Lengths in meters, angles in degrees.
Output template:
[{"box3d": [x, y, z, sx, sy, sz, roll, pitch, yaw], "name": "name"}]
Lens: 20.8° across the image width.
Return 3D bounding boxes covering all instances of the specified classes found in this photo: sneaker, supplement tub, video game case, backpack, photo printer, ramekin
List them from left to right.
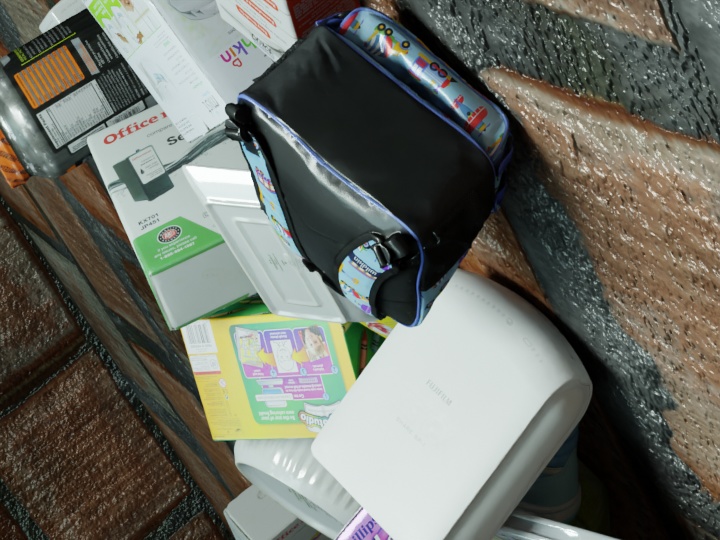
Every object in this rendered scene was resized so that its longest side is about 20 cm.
[{"box3d": [-0.264, -0.168, 1.831, 0.123, 0.199, 0.123, 57, 173, 12], "name": "supplement tub"}, {"box3d": [-0.029, 0.185, 1.891, 0.199, 0.105, 0.200, 32, 165, 10], "name": "ramekin"}, {"box3d": [0.010, -0.059, 1.358, 0.182, 0.135, 0.200, 39, 163, 17], "name": "backpack"}, {"box3d": [0.073, 0.109, 1.490, 0.166, 0.201, 0.069, 43, -169, 38], "name": "photo printer"}, {"box3d": [0.095, 0.111, 1.580, 0.199, 0.079, 0.132, 22, 129, 25], "name": "sneaker"}, {"box3d": [0.180, 0.230, 1.541, 0.181, 0.023, 0.200, 12, 165, 39], "name": "video game case"}]

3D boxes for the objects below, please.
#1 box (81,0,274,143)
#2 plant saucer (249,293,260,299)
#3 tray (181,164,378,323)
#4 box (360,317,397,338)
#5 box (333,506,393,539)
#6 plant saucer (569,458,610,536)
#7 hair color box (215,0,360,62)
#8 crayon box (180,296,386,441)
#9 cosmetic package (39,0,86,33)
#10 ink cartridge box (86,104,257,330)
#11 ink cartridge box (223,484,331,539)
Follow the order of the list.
[{"box3d": [-0.140, -0.205, 1.579, 0.177, 0.097, 0.200, 53, 166, -7], "name": "box"}, {"box3d": [-0.025, 0.017, 1.747, 0.199, 0.019, 0.070, -20, 111, 45], "name": "plant saucer"}, {"box3d": [-0.062, -0.013, 1.532, 0.106, 0.022, 0.200, 6, 149, 24], "name": "tray"}, {"box3d": [0.000, 0.000, 1.605, 0.199, 0.049, 0.117, 34, 161, -21], "name": "box"}, {"box3d": [0.092, 0.268, 1.654, 0.200, 0.097, 0.176, 42, -173, 17], "name": "box"}, {"box3d": [0.154, 0.186, 1.721, 0.200, 0.048, 0.201, 45, 164, 27], "name": "plant saucer"}, {"box3d": [-0.063, -0.226, 1.348, 0.111, 0.064, 0.201, 42, 162, 30], "name": "hair color box"}, {"box3d": [-0.062, 0.086, 1.755, 0.199, 0.058, 0.120, -5, 105, 40], "name": "crayon box"}, {"box3d": [-0.231, -0.193, 1.967, 0.200, 0.074, 0.102, 52, 167, -9], "name": "cosmetic package"}, {"box3d": [-0.145, -0.064, 1.760, 0.201, 0.146, 0.083, 59, 172, 43], "name": "ink cartridge box"}, {"box3d": [-0.100, 0.360, 2.783, 0.086, 0.147, 0.200, 44, 165, 25], "name": "ink cartridge box"}]
